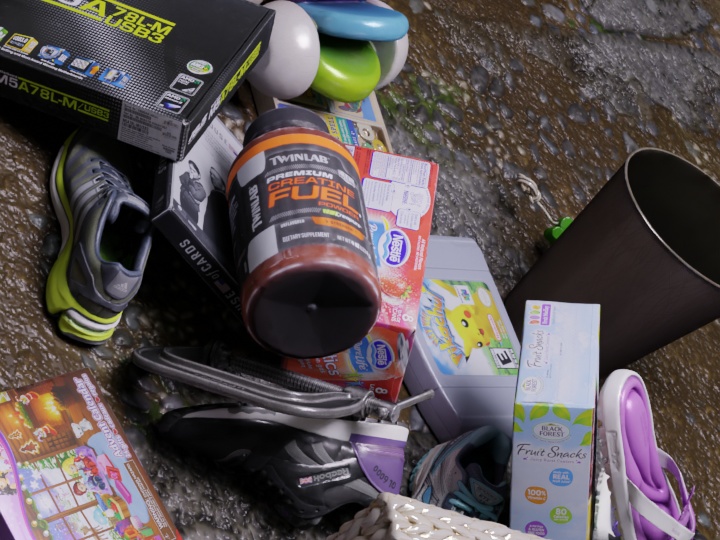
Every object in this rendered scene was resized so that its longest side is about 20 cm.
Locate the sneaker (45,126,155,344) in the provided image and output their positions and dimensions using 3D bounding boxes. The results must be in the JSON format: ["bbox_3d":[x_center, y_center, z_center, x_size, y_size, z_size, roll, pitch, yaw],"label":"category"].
[{"bbox_3d":[-0.187,-0.042,1.676,0.074,0.081,0.201,22,45,-32],"label":"sneaker"}]

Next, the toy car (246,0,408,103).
[{"bbox_3d":[-0.030,-0.247,1.912,0.175,0.150,0.200,-8,65,-48],"label":"toy car"}]

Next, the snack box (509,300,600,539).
[{"bbox_3d":[0.153,0.149,1.750,0.067,0.201,0.169,4,26,6],"label":"snack box"}]

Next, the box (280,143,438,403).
[{"bbox_3d":[0.000,0.000,1.795,0.099,0.096,0.200,11,45,-2],"label":"box"}]

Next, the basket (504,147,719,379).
[{"bbox_3d":[0.232,0.009,1.964,0.180,0.200,0.136,32,40,-23],"label":"basket"}]

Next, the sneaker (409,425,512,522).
[{"bbox_3d":[0.070,0.193,1.735,0.078,0.086,0.200,37,39,-15],"label":"sneaker"}]

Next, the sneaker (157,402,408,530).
[{"bbox_3d":[-0.056,0.148,1.658,0.199,0.076,0.088,9,81,-24],"label":"sneaker"}]

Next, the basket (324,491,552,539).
[{"bbox_3d":[0.049,0.282,1.550,0.200,0.198,0.161,20,44,-33],"label":"basket"}]

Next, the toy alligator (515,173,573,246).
[{"bbox_3d":[0.203,-0.005,2.071,0.200,0.059,0.054,42,78,-11],"label":"toy alligator"}]

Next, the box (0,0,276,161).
[{"bbox_3d":[-0.192,-0.180,1.750,0.199,0.048,0.193,21,40,8],"label":"box"}]

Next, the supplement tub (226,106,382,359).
[{"bbox_3d":[-0.047,-0.036,1.679,0.107,0.107,0.200,25,34,-30],"label":"supplement tub"}]

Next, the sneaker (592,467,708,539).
[{"bbox_3d":[0.242,0.226,1.838,0.099,0.070,0.200,4,24,8],"label":"sneaker"}]

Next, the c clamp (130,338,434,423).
[{"bbox_3d":[-0.065,0.085,1.658,0.199,0.027,0.171,16,11,20],"label":"c clamp"}]

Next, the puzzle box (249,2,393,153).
[{"bbox_3d":[-0.046,-0.177,1.982,0.133,0.025,0.201,9,53,-40],"label":"puzzle box"}]

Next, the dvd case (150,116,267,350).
[{"bbox_3d":[-0.108,-0.048,1.744,0.150,0.025,0.200,50,20,-28],"label":"dvd case"}]

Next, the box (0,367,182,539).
[{"bbox_3d":[-0.197,0.172,1.519,0.137,0.039,0.200,-16,72,-50],"label":"box"}]

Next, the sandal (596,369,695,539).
[{"bbox_3d":[0.227,0.169,1.688,0.082,0.050,0.203,-51,128,-44],"label":"sandal"}]

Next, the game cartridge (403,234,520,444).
[{"bbox_3d":[0.079,0.056,1.904,0.133,0.040,0.201,0,59,-41],"label":"game cartridge"}]
